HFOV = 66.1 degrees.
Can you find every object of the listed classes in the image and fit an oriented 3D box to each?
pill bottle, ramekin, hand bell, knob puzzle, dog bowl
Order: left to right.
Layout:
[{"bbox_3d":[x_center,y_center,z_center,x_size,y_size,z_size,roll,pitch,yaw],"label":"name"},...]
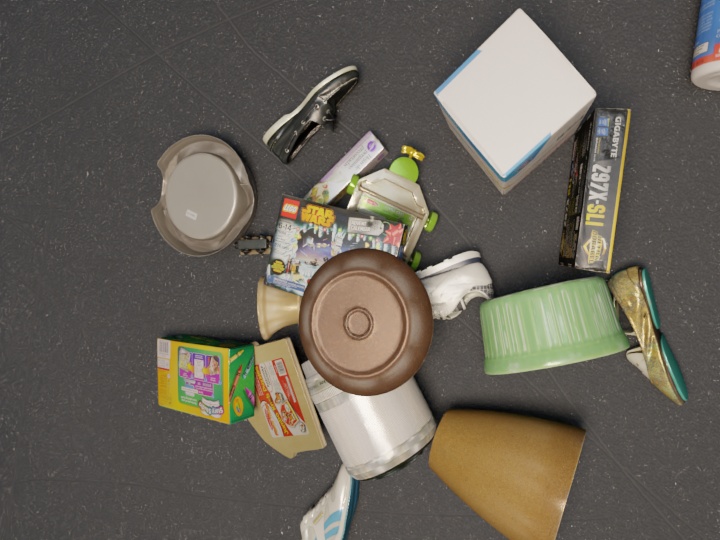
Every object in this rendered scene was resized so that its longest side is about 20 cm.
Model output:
[{"bbox_3d":[-0.270,-0.128,0.970,0.194,0.059,0.207,1,92,15],"label":"dog bowl"},{"bbox_3d":[-0.142,0.213,0.930,0.216,0.030,0.227,16,114,39],"label":"knob puzzle"},{"bbox_3d":[-0.066,0.055,0.923,0.193,0.104,0.108,-5,91,1],"label":"hand bell"},{"bbox_3d":[0.260,0.076,0.772,0.194,0.200,0.101,-14,81,14],"label":"ramekin"},{"bbox_3d":[0.512,-0.355,0.731,0.109,0.112,0.207,6,93,14],"label":"pill bottle"}]

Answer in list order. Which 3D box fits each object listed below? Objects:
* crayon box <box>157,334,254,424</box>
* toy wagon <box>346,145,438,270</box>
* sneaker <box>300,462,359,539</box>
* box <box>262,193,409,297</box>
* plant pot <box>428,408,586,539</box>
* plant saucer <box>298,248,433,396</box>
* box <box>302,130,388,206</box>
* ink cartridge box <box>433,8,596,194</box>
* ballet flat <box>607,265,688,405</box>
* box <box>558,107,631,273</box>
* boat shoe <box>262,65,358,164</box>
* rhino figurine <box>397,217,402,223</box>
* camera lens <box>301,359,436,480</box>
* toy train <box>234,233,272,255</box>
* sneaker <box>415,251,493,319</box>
[{"bbox_3d":[-0.268,0.181,0.947,0.195,0.058,0.123,2,93,36],"label":"crayon box"},{"bbox_3d":[0.046,-0.097,0.883,0.152,0.040,0.205,23,97,-5],"label":"toy wagon"},{"bbox_3d":[-0.055,0.414,0.925,0.079,0.076,0.206,18,94,15],"label":"sneaker"},{"bbox_3d":[-0.038,-0.021,0.812,0.194,0.040,0.141,15,94,16],"label":"box"},{"bbox_3d":[0.206,0.289,0.813,0.195,0.185,0.192,16,96,25],"label":"plant pot"},{"bbox_3d":[0.001,0.072,0.758,0.194,0.037,0.207,0,89,15],"label":"plant saucer"},{"bbox_3d":[-0.039,-0.144,0.918,0.199,0.041,0.039,-43,82,11],"label":"box"},{"bbox_3d":[0.210,-0.218,0.769,0.146,0.200,0.147,-41,81,12],"label":"ink cartridge box"},{"bbox_3d":[0.411,0.096,0.803,0.069,0.071,0.206,-19,88,14],"label":"ballet flat"},{"bbox_3d":[0.319,-0.103,0.766,0.048,0.159,0.207,7,93,14],"label":"box"},{"bbox_3d":[-0.071,-0.248,0.906,0.197,0.074,0.067,-35,86,14],"label":"boat shoe"},{"bbox_3d":[0.000,0.000,0.854,0.087,0.060,0.202,37,102,-7],"label":"rhino figurine"},{"bbox_3d":[0.014,0.201,0.855,0.157,0.160,0.204,-29,85,13],"label":"camera lens"},{"bbox_3d":[-0.121,-0.045,0.941,0.193,0.046,0.035,-1,87,12],"label":"toy train"},{"bbox_3d":[0.108,0.043,0.862,0.196,0.076,0.083,-25,75,15],"label":"sneaker"}]
